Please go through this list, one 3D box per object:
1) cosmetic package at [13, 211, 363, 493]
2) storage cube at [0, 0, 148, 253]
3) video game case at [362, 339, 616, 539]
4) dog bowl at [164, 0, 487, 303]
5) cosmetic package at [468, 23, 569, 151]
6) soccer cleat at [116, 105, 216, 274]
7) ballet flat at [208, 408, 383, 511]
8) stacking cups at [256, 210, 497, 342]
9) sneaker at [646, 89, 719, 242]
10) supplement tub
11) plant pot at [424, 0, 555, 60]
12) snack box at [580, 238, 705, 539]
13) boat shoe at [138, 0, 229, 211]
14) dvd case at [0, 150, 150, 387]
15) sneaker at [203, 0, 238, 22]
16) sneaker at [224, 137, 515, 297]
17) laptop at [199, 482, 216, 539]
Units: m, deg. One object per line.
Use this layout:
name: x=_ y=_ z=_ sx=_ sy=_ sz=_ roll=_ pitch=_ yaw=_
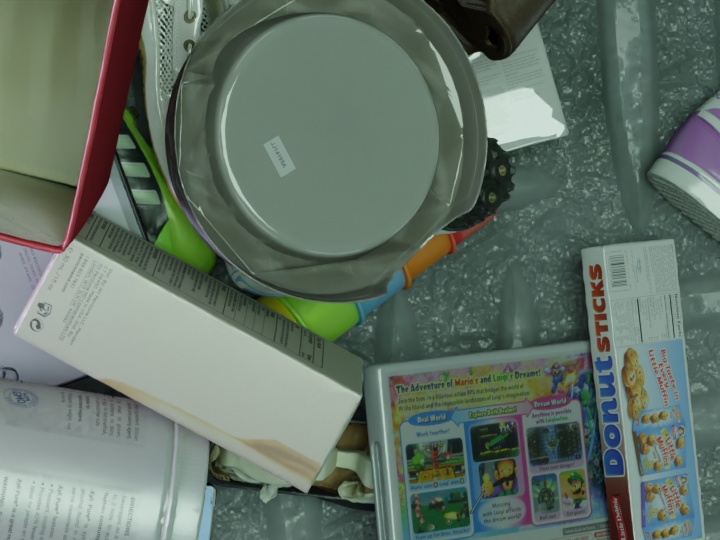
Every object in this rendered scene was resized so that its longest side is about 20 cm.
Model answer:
cosmetic package: x=-0.100 y=0.046 z=1.665 sx=0.199 sy=0.105 sz=0.071 roll=29 pitch=99 yaw=-4
storage cube: x=-0.219 y=-0.128 z=1.585 sx=0.170 sy=0.180 sz=0.201 roll=13 pitch=104 yaw=0
video game case: x=0.094 y=0.142 z=1.775 sx=0.199 sy=0.024 sz=0.183 roll=-5 pitch=90 yaw=-34
dog bowl: x=-0.026 y=-0.078 z=1.655 sx=0.199 sy=0.059 sz=0.201 roll=2 pitch=86 yaw=-22
cosmetic package: x=0.026 y=-0.099 z=1.788 sx=0.199 sy=0.051 sz=0.083 roll=-16 pitch=96 yaw=-10
soccer cleat: x=-0.167 y=-0.066 z=1.744 sx=0.081 sy=0.068 sz=0.200 roll=-37 pitch=98 yaw=-8
ballet flat: x=-0.016 y=0.121 z=1.766 sx=0.199 sy=0.073 sz=0.074 roll=8 pitch=87 yaw=-11
stacking cups: x=0.000 y=0.000 z=1.771 sx=0.200 sy=0.060 sz=0.061 roll=-37 pitch=96 yaw=-15
sneaker: x=0.298 y=-0.042 z=1.832 sx=0.200 sy=0.073 sz=0.114 roll=42 pitch=79 yaw=-7
supplement tub: x=-0.200 y=0.133 z=1.677 sx=0.199 sy=0.132 sz=0.133 roll=11 pitch=87 yaw=-10
plant pot: x=0.084 y=-0.251 z=1.722 sx=0.200 sy=0.200 sz=0.199 roll=36 pitch=80 yaw=-8
snack box: x=0.184 y=0.082 z=1.813 sx=0.072 sy=0.024 sz=0.201 roll=-6 pitch=90 yaw=-44
boat shoe: x=-0.093 y=-0.122 z=1.696 sx=0.069 sy=0.071 sz=0.201 roll=-6 pitch=110 yaw=18
dvd case: x=-0.226 y=0.008 z=1.719 sx=0.199 sy=0.025 sz=0.151 roll=-19 pitch=103 yaw=1
sneaker: x=-0.091 y=-0.215 z=1.766 sx=0.199 sy=0.070 sz=0.100 roll=27 pitch=76 yaw=-12
sneaker: x=0.004 y=-0.040 z=1.736 sx=0.199 sy=0.072 sz=0.072 roll=-21 pitch=99 yaw=-22
laptop: x=-0.185 y=0.226 z=1.712 sx=0.186 sy=0.200 sz=0.116 roll=7 pitch=121 yaw=-10
